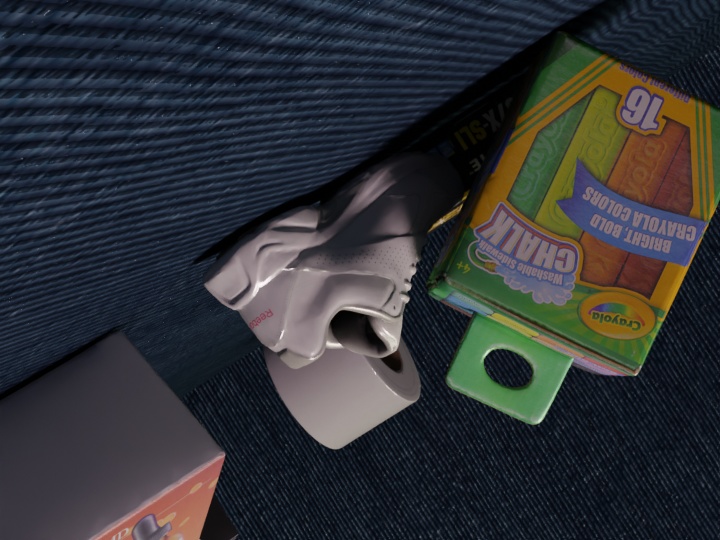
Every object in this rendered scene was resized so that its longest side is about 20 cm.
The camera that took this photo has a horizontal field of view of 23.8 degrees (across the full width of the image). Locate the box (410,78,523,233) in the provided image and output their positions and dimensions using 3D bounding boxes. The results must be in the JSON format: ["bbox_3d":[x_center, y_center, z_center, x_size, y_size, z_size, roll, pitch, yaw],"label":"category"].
[{"bbox_3d":[0.058,-0.062,1.169,0.159,0.049,0.200,-35,178,2],"label":"box"}]

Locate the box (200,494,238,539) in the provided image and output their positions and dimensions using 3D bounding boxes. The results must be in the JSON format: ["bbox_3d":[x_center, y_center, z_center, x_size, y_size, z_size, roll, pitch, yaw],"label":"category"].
[{"bbox_3d":[-0.216,0.193,1.397,0.086,0.164,0.200,-30,176,-40],"label":"box"}]

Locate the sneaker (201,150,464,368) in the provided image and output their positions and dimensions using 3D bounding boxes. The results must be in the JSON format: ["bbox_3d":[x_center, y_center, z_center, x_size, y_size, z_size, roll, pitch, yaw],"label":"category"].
[{"bbox_3d":[0.000,0.000,0.988,0.200,0.100,0.078,-31,178,-41],"label":"sneaker"}]

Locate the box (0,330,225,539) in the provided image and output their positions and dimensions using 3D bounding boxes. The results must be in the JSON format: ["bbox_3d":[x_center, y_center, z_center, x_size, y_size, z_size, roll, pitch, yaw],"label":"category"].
[{"bbox_3d":[-0.184,0.159,1.036,0.152,0.106,0.200,-31,158,-31],"label":"box"}]

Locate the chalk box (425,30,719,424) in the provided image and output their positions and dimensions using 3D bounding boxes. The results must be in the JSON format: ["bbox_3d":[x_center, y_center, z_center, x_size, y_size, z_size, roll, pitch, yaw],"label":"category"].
[{"bbox_3d":[0.117,-0.013,0.980,0.124,0.124,0.201,123,-9,-85],"label":"chalk box"}]

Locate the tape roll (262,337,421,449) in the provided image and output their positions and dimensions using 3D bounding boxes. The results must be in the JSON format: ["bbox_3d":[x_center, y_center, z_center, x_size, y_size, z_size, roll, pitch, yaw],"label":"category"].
[{"bbox_3d":[-0.026,0.134,2.433,0.139,0.203,0.203,-34,178,17],"label":"tape roll"}]
